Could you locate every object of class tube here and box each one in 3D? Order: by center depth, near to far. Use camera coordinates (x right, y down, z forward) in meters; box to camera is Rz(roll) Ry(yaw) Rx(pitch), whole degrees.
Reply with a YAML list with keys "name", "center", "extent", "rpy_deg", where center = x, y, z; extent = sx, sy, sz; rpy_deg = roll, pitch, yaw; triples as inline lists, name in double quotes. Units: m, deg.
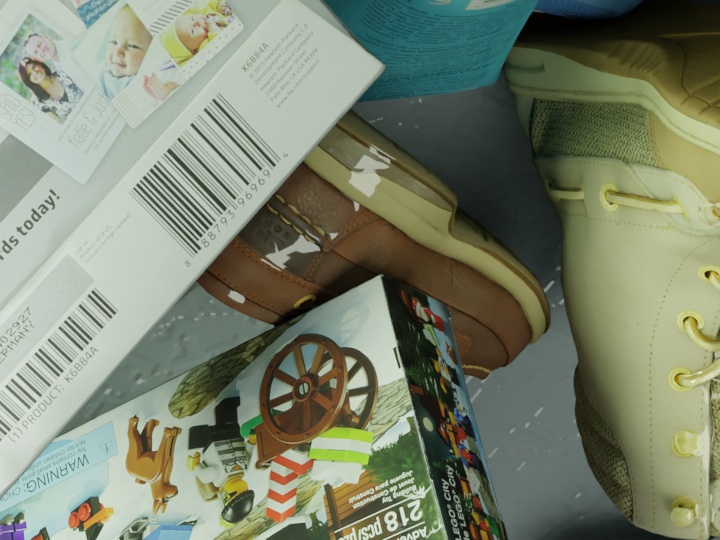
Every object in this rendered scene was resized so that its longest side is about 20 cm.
- name: "tube"
  center: [0.020, -0.077, 0.777]
  extent: [0.077, 0.051, 0.200]
  rpy_deg: [0, 166, -10]

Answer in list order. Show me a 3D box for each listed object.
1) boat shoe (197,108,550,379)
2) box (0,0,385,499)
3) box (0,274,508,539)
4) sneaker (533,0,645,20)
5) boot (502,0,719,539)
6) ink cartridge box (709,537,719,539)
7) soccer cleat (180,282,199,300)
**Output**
- name: "boat shoe"
  center: [0.000, 0.000, 0.844]
  extent: [0.068, 0.072, 0.200]
  rpy_deg: [-51, 157, 0]
- name: "box"
  center: [-0.111, -0.060, 0.645]
  extent: [0.156, 0.041, 0.200]
  rpy_deg: [-49, 120, -9]
- name: "box"
  center: [-0.050, 0.105, 0.780]
  extent: [0.200, 0.137, 0.038]
  rpy_deg: [-27, 151, 25]
- name: "sneaker"
  center: [0.035, -0.129, 0.772]
  extent: [0.078, 0.090, 0.200]
  rpy_deg: [-44, 134, -2]
- name: "boot"
  center: [0.112, 0.008, 0.826]
  extent: [0.073, 0.200, 0.156]
  rpy_deg: [-18, 109, -25]
- name: "ink cartridge box"
  center: [0.134, 0.201, 1.076]
  extent: [0.145, 0.084, 0.200]
  rpy_deg: [-18, 135, -40]
- name: "soccer cleat"
  center: [-0.054, -0.065, 0.781]
  extent: [0.069, 0.078, 0.200]
  rpy_deg: [17, 129, 11]
